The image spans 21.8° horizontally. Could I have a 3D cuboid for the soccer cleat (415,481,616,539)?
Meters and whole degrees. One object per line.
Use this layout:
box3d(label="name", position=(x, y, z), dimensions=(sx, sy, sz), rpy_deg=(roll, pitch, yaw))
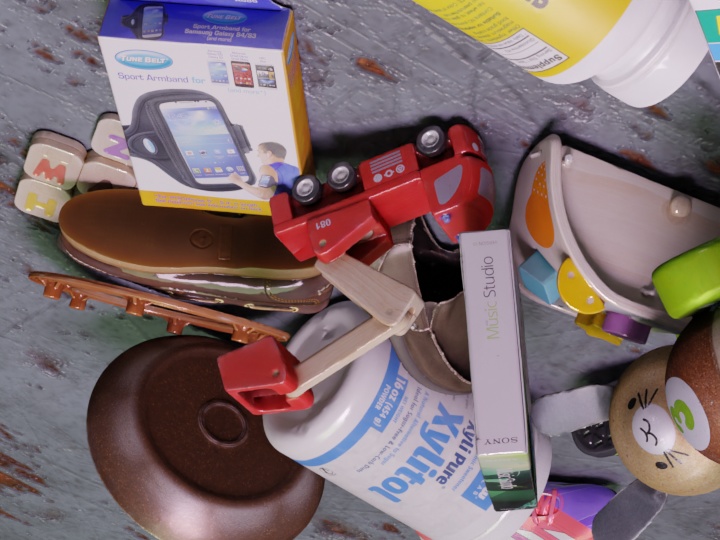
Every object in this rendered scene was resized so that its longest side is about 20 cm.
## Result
box3d(label="soccer cleat", position=(0.126, 0.206, 1.610), dimensions=(0.200, 0.068, 0.073), rpy_deg=(-7, 139, 33))

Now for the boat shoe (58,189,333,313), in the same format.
box3d(label="boat shoe", position=(-0.116, -0.006, 1.333), dimensions=(0.200, 0.070, 0.070), rpy_deg=(11, 142, 2))

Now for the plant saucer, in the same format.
box3d(label="plant saucer", position=(-0.112, 0.126, 1.450), dimensions=(0.200, 0.201, 0.037), rpy_deg=(22, 137, -14))

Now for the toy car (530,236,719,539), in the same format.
box3d(label="toy car", position=(0.194, 0.090, 1.130), dimensions=(0.200, 0.164, 0.158), rpy_deg=(-31, 168, 34))

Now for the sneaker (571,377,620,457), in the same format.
box3d(label="sneaker", position=(0.252, 0.100, 1.414), dimensions=(0.200, 0.072, 0.083), rpy_deg=(-13, 164, 37))

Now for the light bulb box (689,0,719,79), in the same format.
box3d(label="light bulb box", position=(0.235, -0.157, 0.870), dimensions=(0.125, 0.198, 0.200), rpy_deg=(-5, 145, 24))

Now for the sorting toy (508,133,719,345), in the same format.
box3d(label="sorting toy", position=(0.175, 0.006, 1.271), dimensions=(0.200, 0.107, 0.180), rpy_deg=(21, 167, -11))

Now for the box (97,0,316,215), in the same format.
box3d(label="box", position=(-0.097, -0.109, 1.212), dimensions=(0.119, 0.042, 0.200), rpy_deg=(5, 148, 8))

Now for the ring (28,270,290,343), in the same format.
box3d(label="ring", position=(-0.152, 0.033, 1.403), dimensions=(0.200, 0.019, 0.200), rpy_deg=(14, 174, 1))

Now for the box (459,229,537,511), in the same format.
box3d(label="box", position=(0.092, 0.070, 1.225), dimensions=(0.036, 0.145, 0.200), rpy_deg=(-6, 163, 7))

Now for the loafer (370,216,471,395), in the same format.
box3d(label="loafer", position=(0.054, 0.025, 1.341), dimensions=(0.071, 0.073, 0.200), rpy_deg=(-9, 142, 31))

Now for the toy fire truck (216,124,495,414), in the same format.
box3d(label="toy fire truck", position=(0.000, 0.000, 1.213), dimensions=(0.200, 0.141, 0.049), rpy_deg=(-20, 149, 13))

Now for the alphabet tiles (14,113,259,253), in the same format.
box3d(label="alphabet tiles", position=(-0.152, -0.042, 1.371), dimensions=(0.200, 0.015, 0.196), rpy_deg=(19, 148, -10))

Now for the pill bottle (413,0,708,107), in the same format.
box3d(label="pill bottle", position=(0.091, -0.170, 0.986), dimensions=(0.200, 0.113, 0.112), rpy_deg=(28, 145, -23))

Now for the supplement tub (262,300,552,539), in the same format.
box3d(label="supplement tub", position=(0.036, 0.122, 1.449), dimensions=(0.200, 0.132, 0.132), rpy_deg=(32, 144, -28))
